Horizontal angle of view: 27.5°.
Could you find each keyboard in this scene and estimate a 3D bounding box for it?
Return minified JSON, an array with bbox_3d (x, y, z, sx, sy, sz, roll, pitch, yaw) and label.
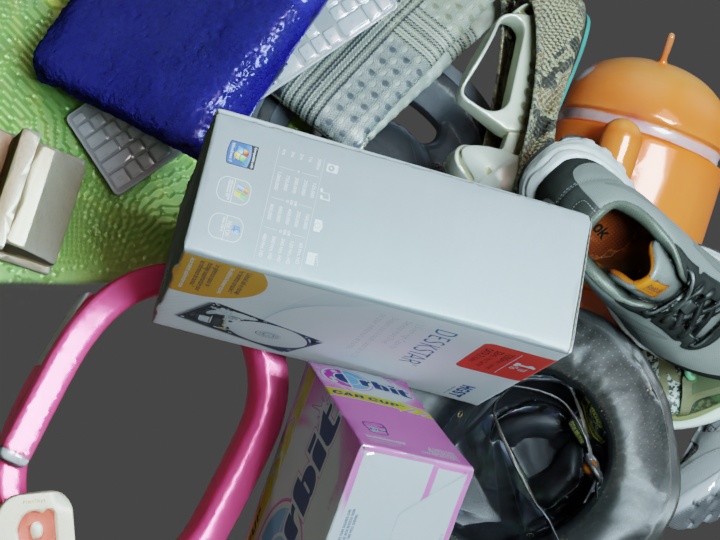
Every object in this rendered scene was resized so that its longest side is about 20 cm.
[{"bbox_3d":[-0.075,-0.122,0.862,0.200,0.011,0.056,-34,82,1],"label":"keyboard"}]

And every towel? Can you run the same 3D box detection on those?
[{"bbox_3d":[-0.080,-0.162,0.841,0.147,0.050,0.200,28,76,30],"label":"towel"},{"bbox_3d":[-0.014,-0.192,0.916,0.192,0.035,0.200,40,69,7],"label":"towel"}]

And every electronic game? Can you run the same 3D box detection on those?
[{"bbox_3d":[0.006,-0.057,0.916,0.199,0.042,0.201,6,72,-18],"label":"electronic game"}]

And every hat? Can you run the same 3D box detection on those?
[{"bbox_3d":[0.089,0.117,0.898,0.200,0.081,0.201,1,78,-2],"label":"hat"}]

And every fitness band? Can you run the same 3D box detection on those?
[{"bbox_3d":[-0.123,0.091,0.842,0.143,0.037,0.200,32,72,-16],"label":"fitness band"}]

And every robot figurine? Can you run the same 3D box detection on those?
[{"bbox_3d":[0.165,-0.047,0.935,0.144,0.117,0.201,19,89,-37],"label":"robot figurine"}]

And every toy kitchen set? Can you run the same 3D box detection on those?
[{"bbox_3d":[-0.212,-0.051,0.745,0.163,0.180,0.201,20,79,-21],"label":"toy kitchen set"}]

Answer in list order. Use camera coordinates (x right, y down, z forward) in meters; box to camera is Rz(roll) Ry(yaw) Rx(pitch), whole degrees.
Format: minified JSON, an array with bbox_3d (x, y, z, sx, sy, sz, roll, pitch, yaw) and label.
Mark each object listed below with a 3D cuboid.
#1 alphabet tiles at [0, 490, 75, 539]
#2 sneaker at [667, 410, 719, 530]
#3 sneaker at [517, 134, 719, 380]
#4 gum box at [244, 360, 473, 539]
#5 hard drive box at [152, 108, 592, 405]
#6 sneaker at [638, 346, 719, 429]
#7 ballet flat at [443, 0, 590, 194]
[{"bbox_3d":[-0.208,0.219,0.781,0.199,0.015,0.196,-5,93,-17],"label":"alphabet tiles"},{"bbox_3d":[0.259,0.094,1.002,0.200,0.075,0.082,-42,65,-18],"label":"sneaker"},{"bbox_3d":[0.168,0.009,0.834,0.200,0.079,0.074,37,104,-27],"label":"sneaker"},{"bbox_3d":[-0.018,0.166,0.795,0.066,0.114,0.201,15,103,-21],"label":"gum box"},{"bbox_3d":[0.000,0.000,0.787,0.199,0.156,0.077,14,72,-9],"label":"hard drive box"},{"bbox_3d":[0.242,0.049,0.936,0.199,0.089,0.077,-4,57,13],"label":"sneaker"},{"bbox_3d":[0.088,-0.085,0.888,0.075,0.068,0.201,19,73,-26],"label":"ballet flat"}]
